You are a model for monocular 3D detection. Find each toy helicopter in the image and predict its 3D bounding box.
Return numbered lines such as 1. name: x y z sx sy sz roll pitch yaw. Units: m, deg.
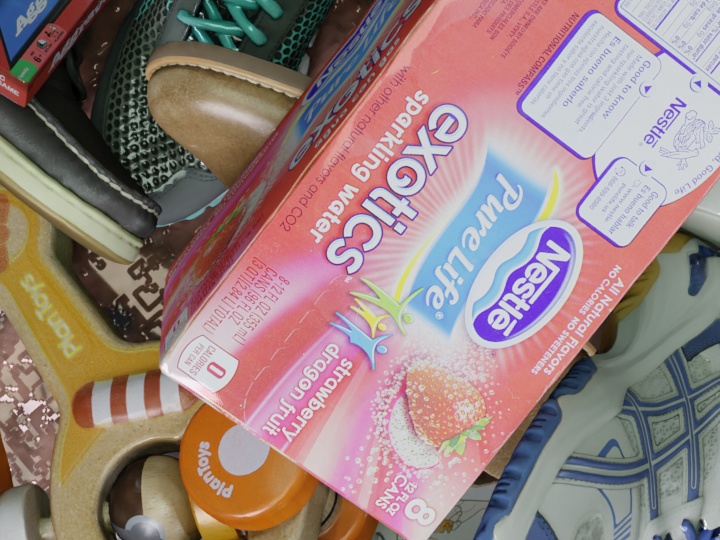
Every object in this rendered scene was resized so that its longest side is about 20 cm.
1. toy helicopter: -0.095 0.051 0.765 0.132 0.079 0.200 -39 63 2

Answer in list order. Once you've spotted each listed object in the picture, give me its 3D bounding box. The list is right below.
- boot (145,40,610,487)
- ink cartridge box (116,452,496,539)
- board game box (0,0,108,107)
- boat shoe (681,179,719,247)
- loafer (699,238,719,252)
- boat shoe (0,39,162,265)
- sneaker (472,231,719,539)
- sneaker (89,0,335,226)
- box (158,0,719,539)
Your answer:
1. boot: 0.000 0.000 0.737 0.200 0.074 0.076 38 70 -18
2. ink cartridge box: -0.004 0.133 0.786 0.199 0.045 0.177 3 72 2
3. board game box: -0.105 -0.157 0.762 0.103 0.019 0.200 31 61 3
4. boat shoe: 0.186 -0.015 0.734 0.201 0.072 0.061 22 85 -32
5. loafer: 0.167 0.079 0.772 0.070 0.070 0.200 -37 80 6
6. boat shoe: -0.133 -0.085 0.763 0.065 0.073 0.200 -45 72 1
7. sneaker: 0.095 0.066 0.669 0.088 0.075 0.200 32 49 10
8. sneaker: -0.038 -0.108 0.768 0.077 0.091 0.200 31 91 5
9. box: 0.036 -0.033 0.659 0.102 0.095 0.200 35 101 -12
